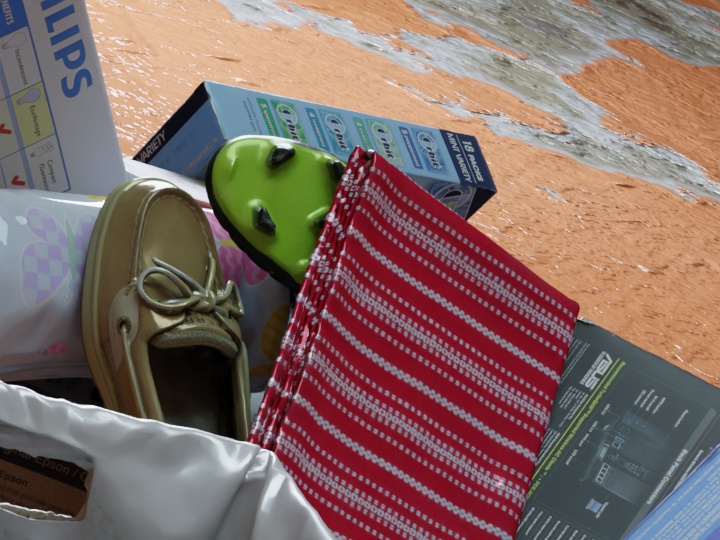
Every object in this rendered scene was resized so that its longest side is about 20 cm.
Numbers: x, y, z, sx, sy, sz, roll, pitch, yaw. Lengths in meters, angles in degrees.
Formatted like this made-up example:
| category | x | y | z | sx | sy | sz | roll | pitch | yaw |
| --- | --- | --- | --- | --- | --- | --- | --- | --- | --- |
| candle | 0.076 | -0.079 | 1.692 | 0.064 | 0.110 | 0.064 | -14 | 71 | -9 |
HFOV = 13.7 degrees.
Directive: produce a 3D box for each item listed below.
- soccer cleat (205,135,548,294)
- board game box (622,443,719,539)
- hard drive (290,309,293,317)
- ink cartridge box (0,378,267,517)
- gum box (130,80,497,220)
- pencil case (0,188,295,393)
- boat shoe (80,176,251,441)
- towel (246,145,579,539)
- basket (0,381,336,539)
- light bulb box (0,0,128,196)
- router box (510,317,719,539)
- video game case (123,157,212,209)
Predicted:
| category | x | y | z | sx | sy | sz | roll | pitch | yaw |
| --- | --- | --- | --- | --- | --- | --- | --- | --- | --- |
| soccer cleat | 0.000 | 0.000 | 1.362 | 0.200 | 0.068 | 0.081 | 28 | -24 | -31 |
| board game box | 0.170 | 0.193 | 1.239 | 0.200 | 0.045 | 0.152 | 44 | 63 | 13 |
| hard drive | 0.037 | 0.053 | 1.516 | 0.132 | 0.026 | 0.200 | 35 | 20 | 17 |
| ink cartridge box | -0.106 | 0.082 | 1.409 | 0.164 | 0.075 | 0.200 | 20 | 15 | -4 |
| gum box | -0.052 | -0.024 | 1.663 | 0.200 | 0.170 | 0.045 | 9 | 49 | -42 |
| pencil case | -0.124 | 0.013 | 1.328 | 0.200 | 0.091 | 0.083 | 8 | -18 | -44 |
| boat shoe | -0.072 | 0.055 | 1.262 | 0.073 | 0.201 | 0.063 | 14 | -23 | -41 |
| towel | 0.024 | 0.061 | 1.289 | 0.144 | 0.201 | 0.022 | 36 | -36 | -27 |
| basket | -0.111 | 0.148 | 1.028 | 0.198 | 0.161 | 0.200 | 15 | 18 | -27 |
| light bulb box | -0.229 | -0.070 | 1.373 | 0.200 | 0.199 | 0.125 | -28 | 41 | -21 |
| router box | 0.112 | 0.136 | 1.338 | 0.150 | 0.062 | 0.200 | 27 | 61 | 21 |
| video game case | -0.044 | -0.022 | 1.506 | 0.199 | 0.018 | 0.143 | 16 | 4 | -31 |
